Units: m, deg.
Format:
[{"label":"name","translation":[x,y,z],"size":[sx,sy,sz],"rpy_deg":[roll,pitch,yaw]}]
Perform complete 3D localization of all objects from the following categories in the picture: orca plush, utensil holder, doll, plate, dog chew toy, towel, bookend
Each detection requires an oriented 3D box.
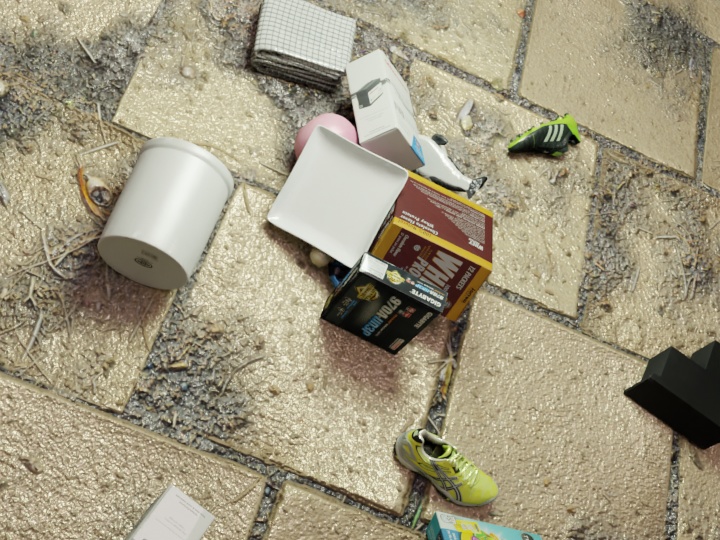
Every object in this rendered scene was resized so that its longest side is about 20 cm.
[{"label":"orca plush","translation":[0.166,-0.215,1.838],"size":[0.200,0.071,0.105],"rpy_deg":[23,98,20]},{"label":"utensil holder","translation":[-0.326,-0.092,1.520],"size":[0.170,0.170,0.200],"rpy_deg":[24,61,-10]},{"label":"doll","translation":[0.000,0.000,1.675],"size":[0.200,0.048,0.137],"rpy_deg":[20,58,-16]},{"label":"plate","translation":[-0.040,-0.132,1.636],"size":[0.200,0.032,0.200],"rpy_deg":[29,92,15]},{"label":"dog chew toy","translation":[-0.037,-0.196,1.723],"size":[0.125,0.125,0.200],"rpy_deg":[-32,89,-32]},{"label":"towel","translation":[-0.116,-0.461,1.843],"size":[0.200,0.086,0.166],"rpy_deg":[14,59,-14]},{"label":"bookend","translation":[0.659,0.214,1.817],"size":[0.200,0.092,0.199],"rpy_deg":[35,55,-1]}]

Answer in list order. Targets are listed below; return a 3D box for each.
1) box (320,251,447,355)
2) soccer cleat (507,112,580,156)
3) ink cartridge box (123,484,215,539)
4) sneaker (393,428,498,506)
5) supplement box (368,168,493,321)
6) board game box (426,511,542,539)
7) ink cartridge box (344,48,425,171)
[{"label":"box","translation":[0.036,0.060,1.571],"size":[0.159,0.200,0.046],"rpy_deg":[27,57,-9]},{"label":"soccer cleat","translation":[0.406,-0.282,1.981],"size":[0.200,0.068,0.081],"rpy_deg":[-24,89,-31]},{"label":"ink cartridge box","translation":[-0.309,0.416,1.278],"size":[0.086,0.146,0.200],"rpy_deg":[37,57,-4]},{"label":"sneaker","translation":[0.153,0.338,1.552],"size":[0.200,0.076,0.075],"rpy_deg":[30,56,-7]},{"label":"supplement box","translation":[0.125,-0.049,1.662],"size":[0.197,0.133,0.200],"rpy_deg":[25,34,-9]},{"label":"board game box","translation":[0.218,0.476,1.479],"size":[0.200,0.047,0.151],"rpy_deg":[16,22,-15]},{"label":"ink cartridge box","translation":[0.048,-0.304,1.776],"size":[0.145,0.084,0.200],"rpy_deg":[42,32,-54]}]
